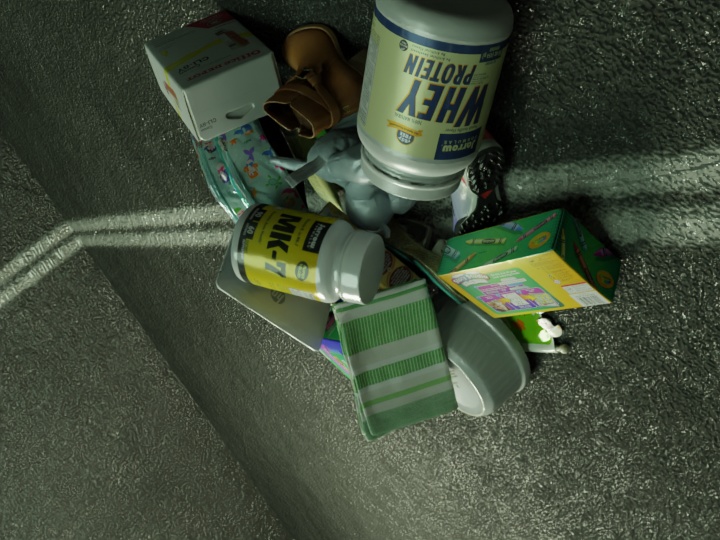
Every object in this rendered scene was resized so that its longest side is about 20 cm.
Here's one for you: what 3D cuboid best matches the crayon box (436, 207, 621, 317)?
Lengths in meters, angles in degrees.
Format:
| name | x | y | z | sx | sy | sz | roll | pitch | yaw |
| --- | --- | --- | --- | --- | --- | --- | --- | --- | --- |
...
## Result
| name | x | y | z | sx | sy | sz | roll | pitch | yaw |
| --- | --- | --- | --- | --- | --- | --- | --- | --- | --- |
| crayon box | 0.203 | -0.002 | 0.914 | 0.118 | 0.059 | 0.198 | 35 | 154 | -26 |

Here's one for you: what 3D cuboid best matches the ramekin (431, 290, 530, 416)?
| name | x | y | z | sx | sy | sz | roll | pitch | yaw |
| --- | --- | --- | --- | --- | --- | --- | --- | --- | --- |
| ramekin | 0.162 | 0.138 | 1.157 | 0.201 | 0.094 | 0.204 | 40 | 159 | 19 |

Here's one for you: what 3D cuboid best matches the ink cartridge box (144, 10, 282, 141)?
| name | x | y | z | sx | sy | sz | roll | pitch | yaw |
| --- | --- | --- | --- | --- | --- | --- | --- | --- | --- |
| ink cartridge box | -0.214 | -0.290 | 1.078 | 0.200 | 0.143 | 0.085 | 48 | 159 | 44 |

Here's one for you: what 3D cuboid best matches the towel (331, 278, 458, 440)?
| name | x | y | z | sx | sy | sz | roll | pitch | yaw |
| --- | --- | --- | --- | --- | --- | --- | --- | --- | --- |
| towel | 0.050 | 0.126 | 1.055 | 0.023 | 0.149 | 0.205 | -148 | 42 | -77 |

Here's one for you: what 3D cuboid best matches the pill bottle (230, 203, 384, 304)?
| name | x | y | z | sx | sy | sz | roll | pitch | yaw |
| --- | --- | --- | --- | --- | --- | --- | --- | --- | --- |
| pill bottle | -0.071 | -0.021 | 1.026 | 0.195 | 0.116 | 0.116 | 12 | 140 | 21 |

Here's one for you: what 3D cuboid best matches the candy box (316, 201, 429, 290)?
| name | x | y | z | sx | sy | sz | roll | pitch | yaw |
| --- | --- | --- | --- | --- | --- | --- | --- | --- | --- |
| candy box | 0.000 | 0.000 | 1.130 | 0.198 | 0.057 | 0.117 | 38 | 151 | 2 |

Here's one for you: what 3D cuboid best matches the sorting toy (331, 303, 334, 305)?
| name | x | y | z | sx | sy | sz | roll | pitch | yaw |
| --- | --- | --- | --- | --- | --- | --- | --- | --- | --- |
| sorting toy | -0.101 | -0.013 | 1.383 | 0.200 | 0.106 | 0.181 | 49 | 175 | 42 |

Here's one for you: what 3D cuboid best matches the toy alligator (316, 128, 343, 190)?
| name | x | y | z | sx | sy | sz | roll | pitch | yaw |
| --- | --- | --- | --- | --- | --- | --- | --- | --- | --- |
| toy alligator | -0.043 | -0.191 | 1.115 | 0.202 | 0.059 | 0.054 | 54 | -167 | -9 |

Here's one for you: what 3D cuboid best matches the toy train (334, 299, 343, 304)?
| name | x | y | z | sx | sy | sz | roll | pitch | yaw |
| --- | --- | --- | --- | --- | --- | --- | --- | --- | --- |
| toy train | -0.019 | 0.082 | 1.278 | 0.045 | 0.034 | 0.203 | 10 | 134 | 43 |

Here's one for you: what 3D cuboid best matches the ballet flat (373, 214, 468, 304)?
| name | x | y | z | sx | sy | sz | roll | pitch | yaw |
| --- | --- | --- | --- | --- | --- | --- | --- | --- | --- |
| ballet flat | 0.097 | -0.027 | 1.086 | 0.199 | 0.070 | 0.072 | 38 | 153 | 38 |

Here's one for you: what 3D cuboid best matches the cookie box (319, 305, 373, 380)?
| name | x | y | z | sx | sy | sz | roll | pitch | yaw |
| --- | --- | --- | --- | --- | --- | --- | --- | --- | --- |
| cookie box | 0.020 | 0.137 | 1.173 | 0.171 | 0.076 | 0.199 | 44 | 162 | -15 |

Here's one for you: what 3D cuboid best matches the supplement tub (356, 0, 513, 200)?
| name | x | y | z | sx | sy | sz | roll | pitch | yaw |
| --- | --- | --- | --- | --- | --- | --- | --- | --- | --- |
| supplement tub | 0.072 | -0.195 | 0.787 | 0.144 | 0.144 | 0.204 | 33 | 133 | 26 |

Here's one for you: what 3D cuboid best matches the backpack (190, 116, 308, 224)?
| name | x | y | z | sx | sy | sz | roll | pitch | yaw |
| --- | --- | --- | --- | --- | --- | --- | --- | --- | --- |
| backpack | -0.167 | -0.158 | 1.155 | 0.202 | 0.149 | 0.178 | 54 | 175 | 29 |

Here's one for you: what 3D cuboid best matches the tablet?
| name | x | y | z | sx | sy | sz | roll | pitch | yaw |
| --- | --- | --- | --- | --- | --- | --- | --- | --- | --- |
| tablet | -0.124 | 0.023 | 1.125 | 0.198 | 0.132 | 0.014 | 36 | 136 | -26 |

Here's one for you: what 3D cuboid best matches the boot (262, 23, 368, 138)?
| name | x | y | z | sx | sy | sz | roll | pitch | yaw |
| --- | --- | --- | --- | --- | --- | --- | --- | --- | --- |
| boot | -0.075 | -0.249 | 0.969 | 0.197 | 0.154 | 0.075 | 25 | 146 | 38 |

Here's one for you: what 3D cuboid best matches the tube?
| name | x | y | z | sx | sy | sz | roll | pitch | yaw |
| --- | --- | --- | --- | --- | --- | --- | --- | --- | --- |
| tube | -0.081 | -0.185 | 1.186 | 0.051 | 0.059 | 0.203 | -11 | 127 | 18 |

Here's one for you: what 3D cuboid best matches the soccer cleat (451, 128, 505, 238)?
| name | x | y | z | sx | sy | sz | roll | pitch | yaw |
| --- | --- | --- | --- | --- | --- | --- | --- | --- | --- |
| soccer cleat | 0.142 | -0.109 | 0.943 | 0.202 | 0.067 | 0.074 | 81 | 166 | -57 |

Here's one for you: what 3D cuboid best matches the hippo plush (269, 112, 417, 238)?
| name | x | y | z | sx | sy | sz | roll | pitch | yaw |
| --- | --- | --- | --- | --- | --- | --- | --- | --- | --- |
| hippo plush | 0.016 | -0.117 | 0.988 | 0.162 | 0.198 | 0.160 | 58 | 173 | -37 |

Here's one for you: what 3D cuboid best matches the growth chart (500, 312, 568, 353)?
| name | x | y | z | sx | sy | sz | roll | pitch | yaw |
| --- | --- | --- | --- | --- | --- | --- | --- | --- | --- |
| growth chart | 0.210 | 0.047 | 1.076 | 0.201 | 0.018 | 0.144 | 51 | 154 | -9 |
